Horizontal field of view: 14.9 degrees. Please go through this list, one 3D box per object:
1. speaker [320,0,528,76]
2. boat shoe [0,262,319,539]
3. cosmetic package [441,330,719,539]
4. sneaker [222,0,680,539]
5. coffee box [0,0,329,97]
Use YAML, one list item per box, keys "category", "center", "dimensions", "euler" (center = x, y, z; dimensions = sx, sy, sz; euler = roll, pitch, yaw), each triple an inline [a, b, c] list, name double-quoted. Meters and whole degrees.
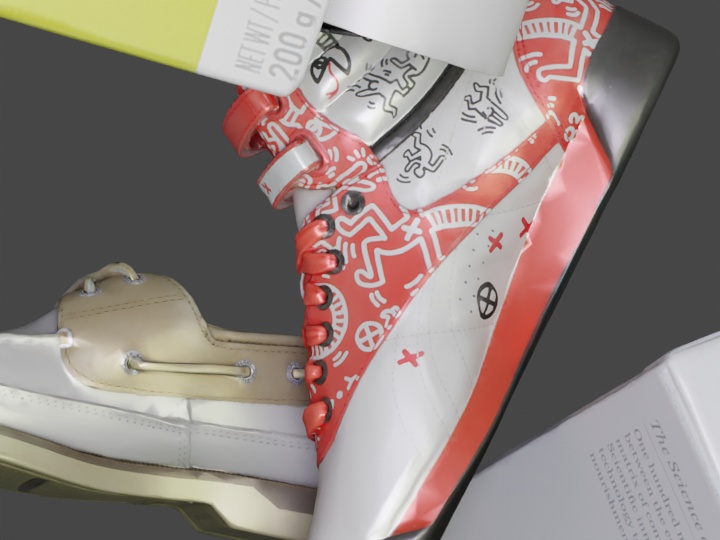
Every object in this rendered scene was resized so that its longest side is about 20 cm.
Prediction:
- category: "speaker"
  center: [0.030, -0.153, 0.701]
  dimensions: [0.081, 0.081, 0.201]
  euler: [16, 97, -23]
- category: "boat shoe"
  center: [-0.071, 0.034, 0.801]
  dimensions: [0.199, 0.075, 0.069]
  euler: [15, 79, -23]
- category: "cosmetic package"
  center: [0.130, 0.121, 0.781]
  dimensions: [0.122, 0.200, 0.200]
  euler: [-19, 82, -23]
- category: "sneaker"
  center: [0.000, 0.000, 0.773]
  dimensions: [0.108, 0.067, 0.202]
  euler: [26, 81, 5]
- category: "coffee box"
  center: [-0.105, -0.171, 0.669]
  dimensions: [0.197, 0.200, 0.201]
  euler: [15, 95, -23]
